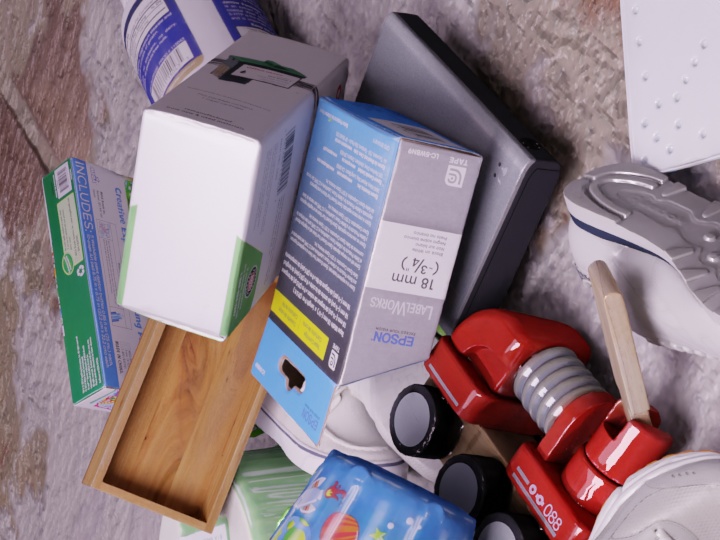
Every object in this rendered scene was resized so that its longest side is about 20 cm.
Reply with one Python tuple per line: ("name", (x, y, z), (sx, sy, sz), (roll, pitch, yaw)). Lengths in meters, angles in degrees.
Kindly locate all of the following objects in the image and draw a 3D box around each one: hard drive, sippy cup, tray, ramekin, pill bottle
("hard drive", (0.051, -0.067, 1.103), (0.200, 0.033, 0.140), (54, 132, 45))
("sippy cup", (-0.002, 0.180, 0.931), (0.177, 0.140, 0.131), (23, 84, 30))
("tray", (-0.121, 0.082, 1.203), (0.037, 0.098, 0.201), (-6, 61, 67))
("ramekin", (-0.080, 0.234, 1.271), (0.200, 0.097, 0.201), (-4, 85, 58))
("pill bottle", (-0.133, -0.189, 1.360), (0.120, 0.119, 0.200), (-62, 40, 34))

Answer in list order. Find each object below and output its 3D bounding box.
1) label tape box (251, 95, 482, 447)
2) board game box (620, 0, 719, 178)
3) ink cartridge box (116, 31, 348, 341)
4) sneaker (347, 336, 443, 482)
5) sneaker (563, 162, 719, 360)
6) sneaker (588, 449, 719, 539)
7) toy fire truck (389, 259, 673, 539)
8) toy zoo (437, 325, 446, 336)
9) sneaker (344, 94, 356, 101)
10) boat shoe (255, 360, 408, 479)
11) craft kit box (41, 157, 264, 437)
("label tape box", (0.000, 0.000, 1.061), (0.144, 0.063, 0.201), (-142, 64, -63))
("board game box", (0.218, -0.166, 0.890), (0.200, 0.026, 0.201), (-15, 76, 57))
("ink cartridge box", (-0.084, -0.065, 1.116), (0.200, 0.084, 0.147), (-55, -20, -63))
("sneaker", (0.024, 0.078, 1.158), (0.200, 0.075, 0.089), (53, 163, 29))
("sneaker", (0.190, 0.013, 0.898), (0.200, 0.076, 0.081), (43, 145, 47))
("sneaker", (0.136, 0.178, 0.868), (0.200, 0.076, 0.092), (-40, 11, 18))
("toy fire truck", (0.116, 0.073, 0.965), (0.200, 0.128, 0.176), (-57, 42, 23))
("toy zoo", (0.046, -0.042, 1.159), (0.200, 0.020, 0.132), (41, 122, 51))
("sneaker", (-0.039, -0.048, 1.264), (0.105, 0.075, 0.200), (61, 142, 16))
("boat shoe", (-0.024, 0.105, 1.222), (0.200, 0.071, 0.070), (-150, 64, -62))
("craft kit box", (-0.157, 0.025, 1.309), (0.048, 0.197, 0.201), (-31, 59, 35))
